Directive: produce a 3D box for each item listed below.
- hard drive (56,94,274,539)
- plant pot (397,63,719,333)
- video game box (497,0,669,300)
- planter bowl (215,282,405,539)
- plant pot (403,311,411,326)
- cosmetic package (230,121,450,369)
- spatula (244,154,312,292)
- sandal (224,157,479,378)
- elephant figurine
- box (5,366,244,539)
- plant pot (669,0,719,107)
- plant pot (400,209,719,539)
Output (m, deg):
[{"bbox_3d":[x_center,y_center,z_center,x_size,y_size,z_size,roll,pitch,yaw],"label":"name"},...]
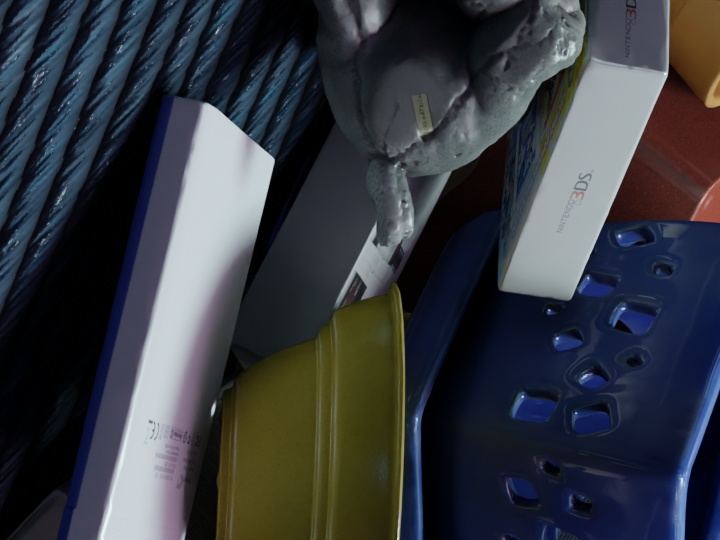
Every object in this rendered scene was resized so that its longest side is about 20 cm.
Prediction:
[{"bbox_3d":[-0.086,0.033,1.145,0.132,0.025,0.201,39,64,-76],"label":"hard drive"},{"bbox_3d":[0.130,-0.057,1.515,0.200,0.176,0.200,-35,154,-56],"label":"plant pot"},{"bbox_3d":[0.112,-0.114,1.270,0.200,0.047,0.183,106,-7,-57],"label":"video game box"},{"bbox_3d":[-0.028,0.104,1.209,0.200,0.083,0.201,-177,-90,-86],"label":"planter bowl"},{"bbox_3d":[0.027,0.131,1.625,0.186,0.186,0.201,-45,146,-41],"label":"plant pot"},{"bbox_3d":[0.001,-0.029,1.332,0.201,0.050,0.083,-63,165,-13],"label":"cosmetic package"},{"bbox_3d":[-0.076,0.022,1.301,0.200,0.021,0.057,-49,159,-29],"label":"spatula"},{"bbox_3d":[0.000,0.000,1.408,0.200,0.054,0.080,-44,161,1],"label":"sandal"},{"bbox_3d":[0.048,-0.130,1.213,0.155,0.142,0.200,-32,-171,14],"label":"elephant figurine"},{"bbox_3d":[-0.095,0.132,1.298,0.078,0.095,0.200,-45,172,29],"label":"box"},{"bbox_3d":[0.223,-0.212,1.443,0.200,0.140,0.200,-40,169,-10],"label":"plant pot"},{"bbox_3d":[0.111,0.092,1.384,0.200,0.179,0.200,-65,160,-44],"label":"plant pot"}]
